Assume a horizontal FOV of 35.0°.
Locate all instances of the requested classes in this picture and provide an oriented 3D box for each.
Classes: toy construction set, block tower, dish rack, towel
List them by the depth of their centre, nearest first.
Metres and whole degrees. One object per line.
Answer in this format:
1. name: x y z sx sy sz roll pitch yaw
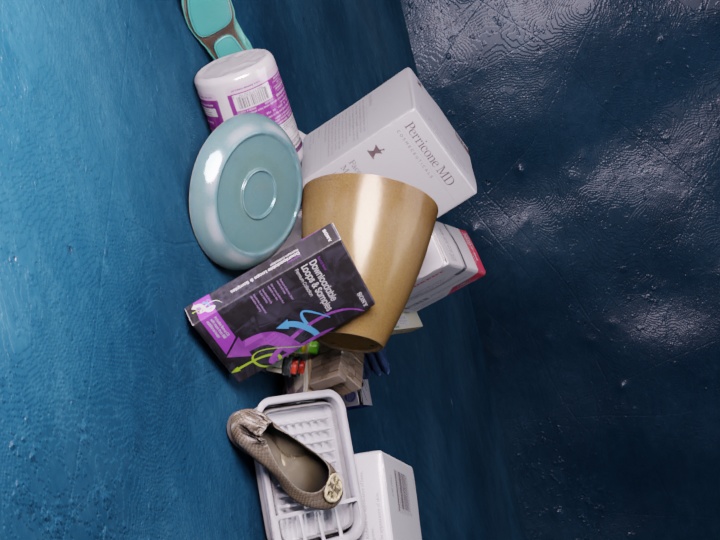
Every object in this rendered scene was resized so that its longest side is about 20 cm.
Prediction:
1. dish rack: -0.075 0.261 1.476 0.171 0.043 0.201 -1 79 -49
2. toy construction set: -0.104 0.072 1.513 0.200 0.092 0.132 19 79 -68
3. block tower: -0.027 0.088 1.617 0.058 0.054 0.201 44 36 -34
4. towel: 0.012 0.075 1.850 0.201 0.048 0.112 -87 160 -54

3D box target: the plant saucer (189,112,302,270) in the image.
1. plant saucer: -0.136 -0.098 1.448 0.200 0.027 0.202 -19 114 -50

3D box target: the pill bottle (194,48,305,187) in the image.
1. pill bottle: -0.141 -0.185 1.536 0.112 0.112 0.201 -78 154 -60

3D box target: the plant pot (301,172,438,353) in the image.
1. plant pot: 0.000 0.000 1.506 0.186 0.185 0.201 52 43 -63

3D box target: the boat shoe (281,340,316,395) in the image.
1. boat shoe: -0.077 0.174 1.598 0.072 0.065 0.201 25 51 -47

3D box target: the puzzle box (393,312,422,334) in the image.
1. puzzle box: 0.033 0.038 1.826 0.134 0.025 0.200 67 19 10

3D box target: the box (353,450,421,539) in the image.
1. box: 0.004 0.374 1.627 0.199 0.130 0.201 45 36 -68

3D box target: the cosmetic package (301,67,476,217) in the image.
1. cosmetic package: 0.040 -0.155 1.669 0.165 0.199 0.165 50 19 -24

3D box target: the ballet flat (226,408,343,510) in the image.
1. ballet flat: -0.083 0.233 1.407 0.200 0.046 0.068 45 48 -29

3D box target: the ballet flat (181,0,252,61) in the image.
1. ballet flat: -0.200 -0.337 1.556 0.071 0.067 0.200 57 -5 42

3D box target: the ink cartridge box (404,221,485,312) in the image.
1. ink cartridge box: 0.090 -0.005 1.766 0.085 0.144 0.200 66 19 14

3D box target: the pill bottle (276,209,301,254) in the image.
1. pill bottle: -0.071 -0.056 1.721 0.200 0.110 0.112 -59 136 -71

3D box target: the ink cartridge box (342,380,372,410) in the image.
1. ink cartridge box: -0.027 0.122 1.842 0.094 0.044 0.201 29 50 -75

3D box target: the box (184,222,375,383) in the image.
1. box: -0.091 0.042 1.365 0.036 0.199 0.143 57 -2 39

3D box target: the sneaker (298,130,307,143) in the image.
1. sneaker: -0.118 -0.174 1.728 0.200 0.074 0.082 40 40 -52
